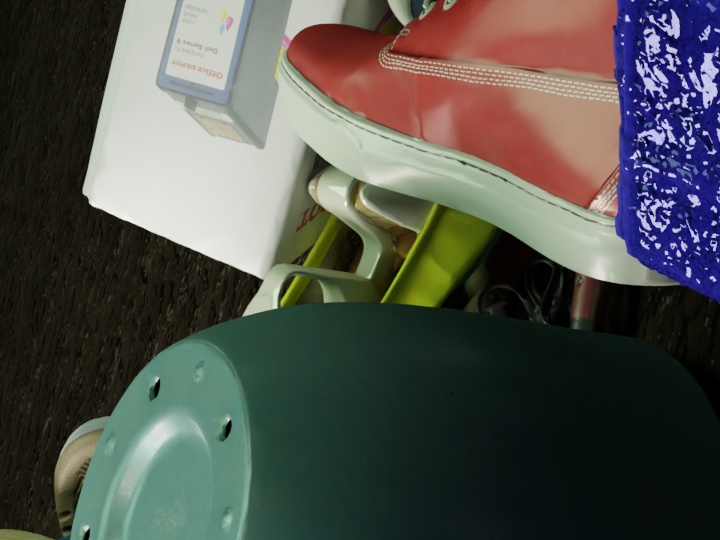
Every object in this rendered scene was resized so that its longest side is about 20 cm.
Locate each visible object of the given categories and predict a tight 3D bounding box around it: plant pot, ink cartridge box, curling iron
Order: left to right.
[{"bbox_3d":[-0.019,-0.117,1.129,0.145,0.087,0.200,-39,-30,-60],"label":"ink cartridge box"},{"bbox_3d":[0.000,0.101,0.980,0.201,0.161,0.201,-36,46,50],"label":"plant pot"},{"bbox_3d":[0.088,-0.054,1.110,0.026,0.050,0.200,39,-115,-59],"label":"curling iron"}]

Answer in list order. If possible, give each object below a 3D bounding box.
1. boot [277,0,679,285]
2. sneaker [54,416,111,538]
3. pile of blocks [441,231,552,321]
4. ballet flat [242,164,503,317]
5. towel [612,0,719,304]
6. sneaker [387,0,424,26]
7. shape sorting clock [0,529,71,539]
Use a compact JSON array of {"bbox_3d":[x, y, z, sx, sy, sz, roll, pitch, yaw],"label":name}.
[{"bbox_3d":[0.049,-0.091,0.957,0.200,0.072,0.145,23,115,48],"label":"boot"},{"bbox_3d":[-0.048,0.113,1.215,0.071,0.200,0.113,-22,28,26],"label":"sneaker"},{"bbox_3d":[0.042,0.010,1.144,0.062,0.082,0.200,129,151,-59],"label":"pile of blocks"},{"bbox_3d":[0.000,0.000,1.097,0.067,0.067,0.200,23,82,52],"label":"ballet flat"},{"bbox_3d":[0.114,-0.067,0.778,0.148,0.049,0.200,34,140,48],"label":"towel"},{"bbox_3d":[0.060,-0.149,0.999,0.085,0.075,0.200,44,145,40],"label":"sneaker"},{"bbox_3d":[-0.079,0.175,1.167,0.039,0.200,0.200,-54,3,-27],"label":"shape sorting clock"}]
